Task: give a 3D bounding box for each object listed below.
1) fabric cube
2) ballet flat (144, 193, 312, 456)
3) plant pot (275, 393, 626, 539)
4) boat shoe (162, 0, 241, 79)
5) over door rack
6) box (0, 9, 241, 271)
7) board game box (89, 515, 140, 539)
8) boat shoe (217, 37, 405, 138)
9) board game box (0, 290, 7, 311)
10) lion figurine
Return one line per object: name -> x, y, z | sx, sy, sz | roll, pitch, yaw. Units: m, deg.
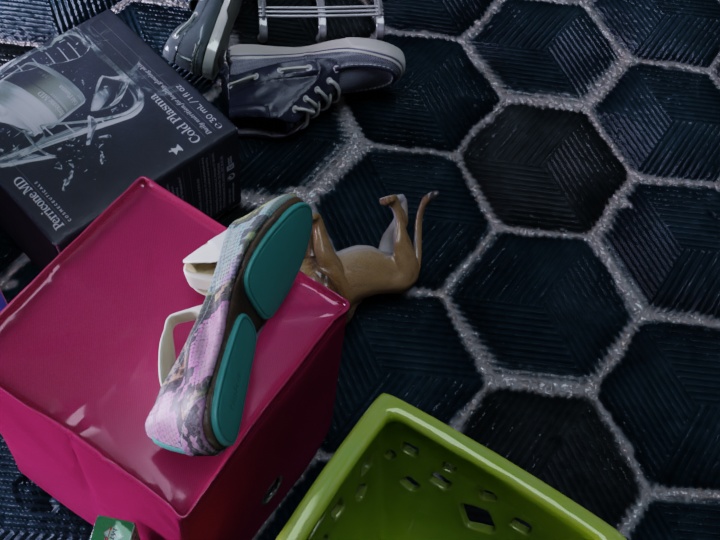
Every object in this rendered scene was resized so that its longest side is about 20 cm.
fabric cube -> -0.143, 0.093, 0.726 | 0.199, 0.200, 0.196 | 32, 58, 13
ballet flat -> -0.091, 0.027, 0.624 | 0.071, 0.069, 0.201 | 4, 55, 19
plant pot -> 0.038, 0.241, 0.663 | 0.199, 0.182, 0.199 | 31, 60, 12
boat shoe -> -0.165, -0.301, 1.050 | 0.061, 0.073, 0.201 | 13, 62, -3
over door rack -> -0.050, -0.353, 1.089 | 0.147, 0.067, 0.201 | -3, 79, -8
box -> -0.248, -0.106, 0.888 | 0.196, 0.124, 0.200 | -38, 69, -24
board game box -> -0.186, 0.284, 0.637 | 0.029, 0.135, 0.201 | 10, 57, 1
boat shoe -> -0.050, -0.184, 0.996 | 0.198, 0.075, 0.093 | -3, 64, 1
board game box -> -0.376, -0.034, 0.779 | 0.196, 0.200, 0.056 | 41, 64, 19
lion figurine -> 0.000, 0.000, 0.876 | 0.199, 0.072, 0.123 | -16, 94, -23
